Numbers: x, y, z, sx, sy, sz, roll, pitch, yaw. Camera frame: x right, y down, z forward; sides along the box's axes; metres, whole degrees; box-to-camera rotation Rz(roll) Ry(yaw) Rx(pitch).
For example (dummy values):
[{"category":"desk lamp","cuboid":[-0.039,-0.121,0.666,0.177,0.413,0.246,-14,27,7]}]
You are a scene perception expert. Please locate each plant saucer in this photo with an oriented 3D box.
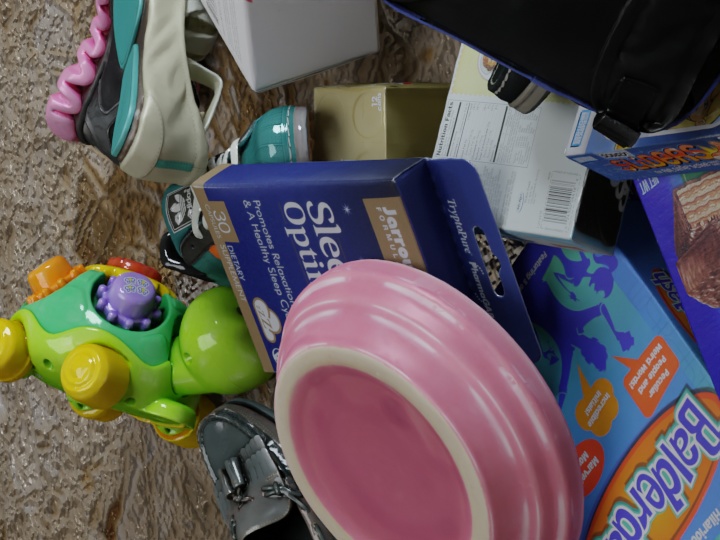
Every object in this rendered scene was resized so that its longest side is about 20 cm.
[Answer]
[{"category":"plant saucer","cuboid":[0.025,0.093,1.203,0.200,0.051,0.201,29,136,32]}]

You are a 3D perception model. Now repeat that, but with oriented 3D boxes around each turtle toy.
[{"category":"turtle toy","cuboid":[-0.141,0.048,1.466,0.199,0.146,0.101,12,79,31]}]

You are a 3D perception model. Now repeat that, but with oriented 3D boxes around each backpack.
[{"category":"backpack","cuboid":[0.108,-0.188,0.972,0.200,0.183,0.147,-53,20,27]}]

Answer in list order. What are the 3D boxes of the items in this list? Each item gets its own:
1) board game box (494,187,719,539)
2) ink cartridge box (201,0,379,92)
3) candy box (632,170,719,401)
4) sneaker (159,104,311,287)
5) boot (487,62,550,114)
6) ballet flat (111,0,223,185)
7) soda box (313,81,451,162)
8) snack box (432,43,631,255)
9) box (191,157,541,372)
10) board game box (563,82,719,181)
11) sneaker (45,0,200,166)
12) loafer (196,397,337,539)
[{"category":"board game box","cuboid":[0.137,0.075,1.188,0.200,0.045,0.152,57,132,30]},{"category":"ink cartridge box","cuboid":[-0.066,-0.225,1.317,0.147,0.082,0.200,85,161,-46]},{"category":"candy box","cuboid":[0.230,0.001,1.044,0.169,0.077,0.201,-38,65,44]},{"category":"sneaker","cuboid":[-0.075,-0.037,1.351,0.200,0.080,0.072,116,152,-64]},{"category":"boot","cuboid":[0.059,-0.191,1.094,0.074,0.153,0.204,-88,19,-70]},{"category":"ballet flat","cuboid":[-0.115,-0.127,1.368,0.070,0.069,0.201,-50,31,40]},{"category":"soda box","cuboid":[0.017,-0.007,1.312,0.068,0.064,0.201,5,98,50]},{"category":"snack box","cuboid":[0.102,-0.114,1.181,0.116,0.037,0.201,11,86,49]},{"category":"box","cuboid":[0.000,0.000,1.228,0.200,0.032,0.122,0,117,46]},{"category":"board game box","cuboid":[0.172,-0.143,1.061,0.135,0.034,0.201,-5,66,60]},{"category":"sneaker","cuboid":[-0.131,-0.147,1.486,0.095,0.079,0.200,40,127,21]},{"category":"loafer","cuboid":[-0.040,0.159,1.370,0.200,0.063,0.072,50,128,21]}]
